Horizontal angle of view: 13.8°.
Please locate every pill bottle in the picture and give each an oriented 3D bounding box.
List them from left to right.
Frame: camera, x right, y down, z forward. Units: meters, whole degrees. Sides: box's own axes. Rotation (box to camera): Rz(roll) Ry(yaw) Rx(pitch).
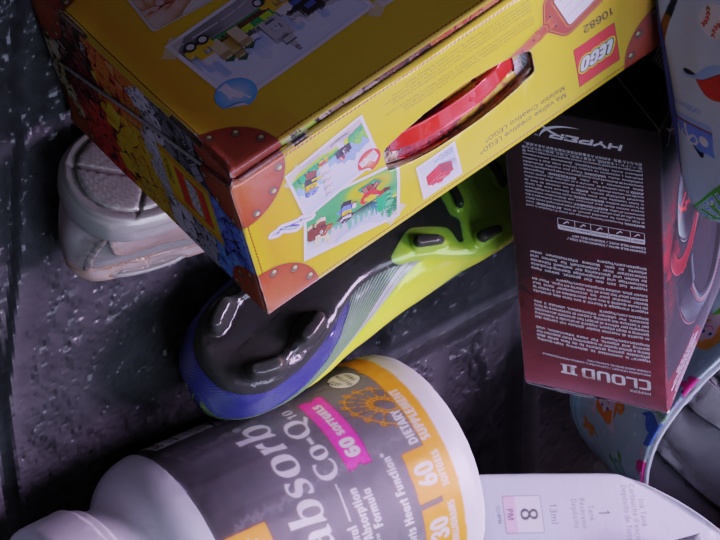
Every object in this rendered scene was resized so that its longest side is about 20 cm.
[{"bbox_3d":[-0.052,0.123,1.347,0.200,0.116,0.117,-23,137,-29],"label":"pill bottle"}]

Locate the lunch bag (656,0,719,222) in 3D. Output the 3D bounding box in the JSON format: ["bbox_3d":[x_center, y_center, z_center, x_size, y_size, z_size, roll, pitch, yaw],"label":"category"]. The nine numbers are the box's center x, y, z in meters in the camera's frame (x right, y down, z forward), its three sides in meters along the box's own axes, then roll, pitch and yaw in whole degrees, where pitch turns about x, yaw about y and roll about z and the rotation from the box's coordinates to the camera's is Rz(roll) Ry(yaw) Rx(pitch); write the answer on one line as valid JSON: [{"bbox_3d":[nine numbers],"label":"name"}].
[{"bbox_3d":[0.204,-0.110,1.208,0.200,0.075,0.161,-41,132,-32],"label":"lunch bag"}]

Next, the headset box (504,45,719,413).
[{"bbox_3d":[0.126,-0.046,1.350,0.200,0.075,0.149,83,27,-45],"label":"headset box"}]

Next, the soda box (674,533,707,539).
[{"bbox_3d":[0.172,0.190,1.440,0.068,0.064,0.200,-18,153,20],"label":"soda box"}]

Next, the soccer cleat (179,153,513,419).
[{"bbox_3d":[-0.001,-0.001,1.346,0.200,0.065,0.084,-34,171,-23],"label":"soccer cleat"}]

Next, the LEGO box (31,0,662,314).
[{"bbox_3d":[-0.005,-0.100,1.165,0.200,0.149,0.077,-34,141,-16],"label":"LEGO box"}]

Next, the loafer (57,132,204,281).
[{"bbox_3d":[-0.039,-0.048,1.257,0.199,0.072,0.063,-18,151,-24],"label":"loafer"}]

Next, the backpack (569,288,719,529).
[{"bbox_3d":[0.200,0.062,1.501,0.178,0.151,0.200,-44,141,7],"label":"backpack"}]

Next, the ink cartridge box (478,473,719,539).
[{"bbox_3d":[0.132,0.148,1.475,0.199,0.057,0.163,-3,156,-14],"label":"ink cartridge box"}]
